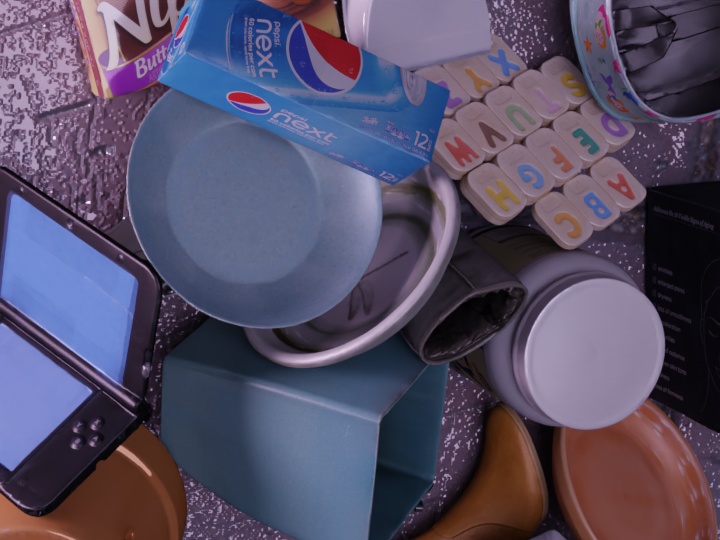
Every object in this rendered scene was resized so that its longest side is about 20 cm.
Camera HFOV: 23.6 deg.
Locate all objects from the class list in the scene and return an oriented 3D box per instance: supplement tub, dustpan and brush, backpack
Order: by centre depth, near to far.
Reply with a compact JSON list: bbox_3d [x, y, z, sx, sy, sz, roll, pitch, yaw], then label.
[{"bbox_3d":[0.033,-0.267,1.405,0.139,0.057,0.200,-17,108,-34],"label":"dustpan and brush"},{"bbox_3d":[0.151,0.046,1.429,0.145,0.200,0.145,-4,102,-18],"label":"supplement tub"},{"bbox_3d":[0.274,-0.212,1.444,0.200,0.151,0.178,-20,102,-22],"label":"backpack"}]

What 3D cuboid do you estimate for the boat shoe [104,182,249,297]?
[{"bbox_3d":[-0.159,-0.009,1.356,0.200,0.075,0.062,-32,130,16],"label":"boat shoe"}]

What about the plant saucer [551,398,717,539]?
[{"bbox_3d":[0.237,0.196,1.524,0.200,0.200,0.037,38,132,-22],"label":"plant saucer"}]

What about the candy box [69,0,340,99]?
[{"bbox_3d":[-0.126,-0.218,1.359,0.200,0.056,0.117,-17,108,-16],"label":"candy box"}]

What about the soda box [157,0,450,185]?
[{"bbox_3d":[-0.040,-0.135,1.259,0.200,0.068,0.064,22,70,-19],"label":"soda box"}]

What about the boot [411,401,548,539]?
[{"bbox_3d":[0.090,0.225,1.516,0.144,0.071,0.202,-16,110,-15],"label":"boot"}]

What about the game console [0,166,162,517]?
[{"bbox_3d":[-0.255,0.050,1.277,0.176,0.200,0.116,-45,145,-20],"label":"game console"}]

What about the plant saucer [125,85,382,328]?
[{"bbox_3d":[-0.082,-0.053,1.283,0.201,0.039,0.201,5,78,-23],"label":"plant saucer"}]

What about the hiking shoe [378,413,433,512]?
[{"bbox_3d":[0.032,0.097,1.461,0.074,0.087,0.200,-17,106,-15],"label":"hiking shoe"}]

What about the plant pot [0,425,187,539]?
[{"bbox_3d":[-0.239,0.217,1.331,0.200,0.140,0.200,0,116,0],"label":"plant pot"}]

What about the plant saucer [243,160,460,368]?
[{"bbox_3d":[0.000,0.000,1.336,0.200,0.200,0.050,-48,128,-4],"label":"plant saucer"}]

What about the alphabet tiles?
[{"bbox_3d":[0.140,-0.111,1.415,0.196,0.015,0.200,49,48,11],"label":"alphabet tiles"}]

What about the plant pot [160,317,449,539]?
[{"bbox_3d":[-0.051,0.114,1.368,0.200,0.141,0.142,17,120,19],"label":"plant pot"}]

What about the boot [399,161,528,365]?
[{"bbox_3d":[0.075,-0.028,1.386,0.182,0.200,0.073,-43,122,-4],"label":"boot"}]

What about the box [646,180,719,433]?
[{"bbox_3d":[0.345,0.033,1.493,0.124,0.200,0.197,-7,104,-19],"label":"box"}]

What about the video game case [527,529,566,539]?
[{"bbox_3d":[0.145,0.310,1.504,0.182,0.022,0.200,-29,131,23],"label":"video game case"}]

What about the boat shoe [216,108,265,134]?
[{"bbox_3d":[-0.086,-0.109,1.360,0.059,0.072,0.200,-16,130,-11],"label":"boat shoe"}]
